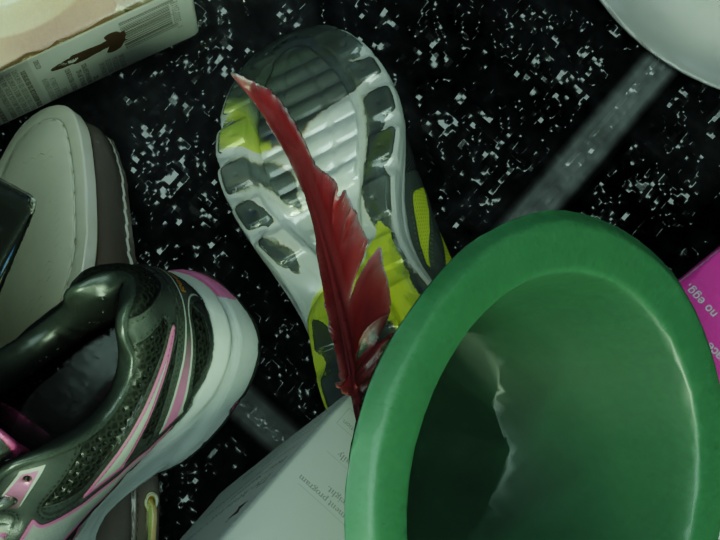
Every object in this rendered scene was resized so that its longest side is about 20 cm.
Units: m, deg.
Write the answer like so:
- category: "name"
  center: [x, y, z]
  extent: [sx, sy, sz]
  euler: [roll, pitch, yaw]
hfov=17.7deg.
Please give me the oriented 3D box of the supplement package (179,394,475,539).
- category: "supplement package"
  center: [-0.044, 0.158, 0.777]
  extent: [0.110, 0.114, 0.200]
  euler: [45, 51, -3]

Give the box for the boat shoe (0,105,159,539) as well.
- category: "boat shoe"
  center: [-0.107, 0.038, 0.877]
  extent: [0.059, 0.072, 0.200]
  euler: [14, 67, -42]

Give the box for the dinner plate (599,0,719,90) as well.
- category: "dinner plate"
  center: [0.177, -0.167, 0.931]
  extent: [0.200, 0.024, 0.201]
  euler: [0, 84, -1]

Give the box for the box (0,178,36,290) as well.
- category: "box"
  center: [-0.200, 0.067, 0.760]
  extent: [0.086, 0.164, 0.200]
  euler: [28, 57, -5]

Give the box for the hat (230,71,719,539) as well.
- category: "hat"
  center: [0.009, 0.057, 0.779]
  extent: [0.166, 0.176, 0.200]
  euler: [51, 59, -31]

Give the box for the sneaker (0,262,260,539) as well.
- category: "sneaker"
  center: [-0.125, 0.072, 0.785]
  extent: [0.080, 0.086, 0.200]
  euler: [33, 88, 25]

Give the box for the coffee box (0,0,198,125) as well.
- category: "coffee box"
  center: [-0.174, -0.104, 0.854]
  extent: [0.200, 0.080, 0.115]
  euler: [-25, 84, -5]

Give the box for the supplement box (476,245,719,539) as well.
- category: "supplement box"
  center: [0.142, 0.058, 0.845]
  extent: [0.200, 0.101, 0.103]
  euler: [-37, 70, -10]

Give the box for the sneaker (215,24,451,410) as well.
- category: "sneaker"
  center: [0.000, 0.000, 0.884]
  extent: [0.074, 0.085, 0.200]
  euler: [-20, 63, 7]
